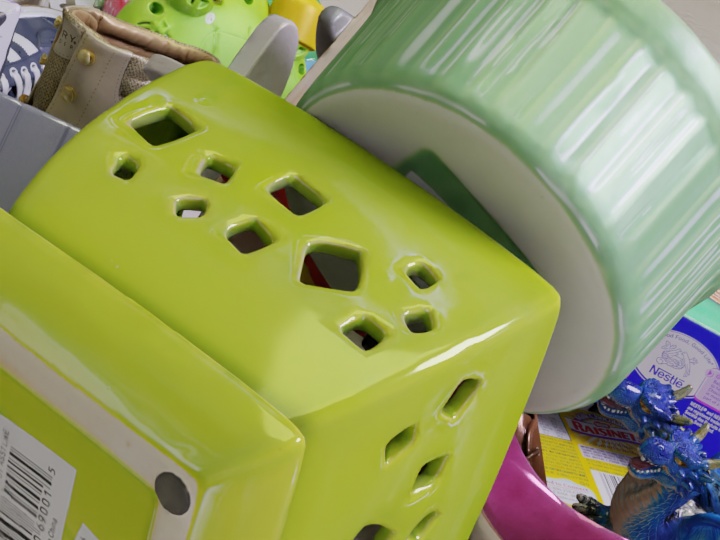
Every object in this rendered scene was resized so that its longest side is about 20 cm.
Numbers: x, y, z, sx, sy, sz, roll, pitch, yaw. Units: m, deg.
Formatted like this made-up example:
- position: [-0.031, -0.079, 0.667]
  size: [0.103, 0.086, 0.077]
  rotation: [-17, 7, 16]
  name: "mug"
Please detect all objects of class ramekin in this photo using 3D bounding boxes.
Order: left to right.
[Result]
- position: [0.061, -0.034, 0.759]
  size: [0.199, 0.201, 0.098]
  rotation: [31, 56, 19]
  name: "ramekin"

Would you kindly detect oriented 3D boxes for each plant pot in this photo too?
- position: [-0.070, 0.062, 0.692]
  size: [0.198, 0.201, 0.181]
  rotation: [34, 35, 23]
  name: "plant pot"

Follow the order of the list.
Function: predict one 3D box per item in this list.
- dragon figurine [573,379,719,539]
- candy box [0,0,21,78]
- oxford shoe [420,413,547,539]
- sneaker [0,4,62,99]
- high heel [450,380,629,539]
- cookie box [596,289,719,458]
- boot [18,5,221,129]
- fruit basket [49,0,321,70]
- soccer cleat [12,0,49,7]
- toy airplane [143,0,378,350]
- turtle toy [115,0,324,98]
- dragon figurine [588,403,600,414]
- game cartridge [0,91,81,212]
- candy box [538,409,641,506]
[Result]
- position: [0.169, 0.124, 0.836]
  size: [0.199, 0.099, 0.059]
  rotation: [34, 41, -27]
  name: "dragon figurine"
- position: [-0.254, -0.049, 0.744]
  size: [0.166, 0.201, 0.072]
  rotation: [25, 25, 5]
  name: "candy box"
- position: [0.060, 0.107, 0.833]
  size: [0.071, 0.072, 0.201]
  rotation: [10, 44, -25]
  name: "oxford shoe"
- position: [-0.221, -0.106, 1.054]
  size: [0.199, 0.071, 0.108]
  rotation: [-6, 34, -39]
  name: "sneaker"
- position: [0.097, 0.103, 0.764]
  size: [0.201, 0.095, 0.067]
  rotation: [58, -10, 11]
  name: "high heel"
- position: [0.160, 0.005, 1.019]
  size: [0.170, 0.076, 0.200]
  rotation: [28, 25, -1]
  name: "cookie box"
- position: [-0.177, -0.061, 0.893]
  size: [0.198, 0.157, 0.073]
  rotation: [8, 27, -30]
  name: "boot"
- position: [-0.125, -0.186, 1.282]
  size: [0.198, 0.094, 0.186]
  rotation: [9, 27, -21]
  name: "fruit basket"
- position: [-0.285, -0.156, 1.092]
  size: [0.199, 0.078, 0.069]
  rotation: [1, 31, -39]
  name: "soccer cleat"
- position: [-0.045, -0.040, 0.890]
  size: [0.198, 0.201, 0.141]
  rotation: [-10, 16, -34]
  name: "toy airplane"
- position: [-0.087, -0.116, 1.135]
  size: [0.199, 0.147, 0.101]
  rotation: [23, -3, -32]
  name: "turtle toy"
- position: [0.094, 0.023, 1.077]
  size: [0.199, 0.059, 0.099]
  rotation: [27, 24, 5]
  name: "dragon figurine"
- position: [-0.234, -0.040, 0.833]
  size: [0.198, 0.134, 0.041]
  rotation: [24, -2, 6]
  name: "game cartridge"
- position: [0.090, 0.103, 0.949]
  size: [0.198, 0.027, 0.102]
  rotation: [15, 25, -18]
  name: "candy box"
